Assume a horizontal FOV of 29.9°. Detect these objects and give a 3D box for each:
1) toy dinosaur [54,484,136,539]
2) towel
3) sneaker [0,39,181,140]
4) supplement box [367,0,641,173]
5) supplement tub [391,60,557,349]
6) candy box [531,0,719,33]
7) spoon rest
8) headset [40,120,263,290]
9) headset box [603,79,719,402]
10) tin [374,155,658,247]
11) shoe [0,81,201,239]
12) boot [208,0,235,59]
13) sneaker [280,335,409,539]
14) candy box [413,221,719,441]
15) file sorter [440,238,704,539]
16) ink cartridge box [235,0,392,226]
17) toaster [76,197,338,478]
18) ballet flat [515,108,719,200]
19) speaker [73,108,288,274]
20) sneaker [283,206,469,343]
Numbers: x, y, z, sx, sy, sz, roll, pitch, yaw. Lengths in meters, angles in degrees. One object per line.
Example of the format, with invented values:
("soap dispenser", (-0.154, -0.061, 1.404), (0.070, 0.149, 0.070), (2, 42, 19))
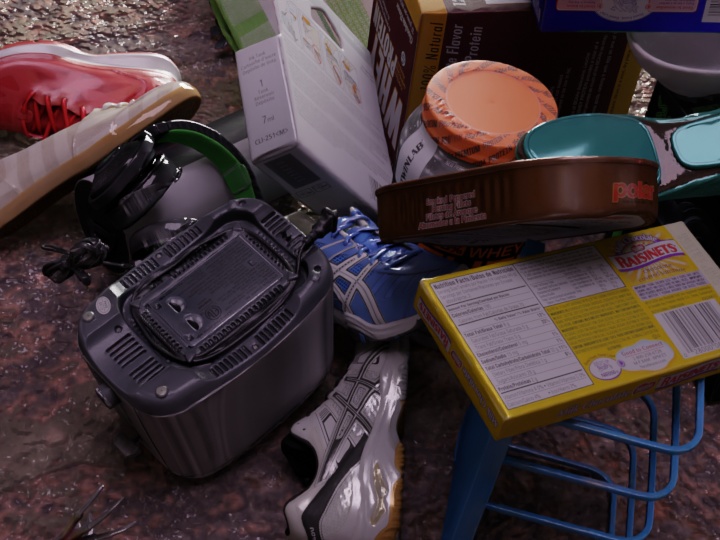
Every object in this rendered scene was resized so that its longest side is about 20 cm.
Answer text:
("toy dinosaur", (-0.206, 0.207, 0.829), (0.181, 0.105, 0.201), (38, 88, 10))
("towel", (-0.034, -0.221, 1.226), (0.199, 0.031, 0.151), (-34, 100, -33))
("sneaker", (-0.238, -0.127, 1.121), (0.197, 0.079, 0.116), (-8, 46, -15))
("supplement box", (0.116, -0.176, 1.141), (0.197, 0.199, 0.134), (-4, 46, -13))
("supplement tub", (0.080, -0.047, 1.007), (0.121, 0.202, 0.124), (4, 45, -4))
("candy box", (0.206, -0.266, 1.044), (0.166, 0.078, 0.202), (0, 42, -4))
("spoon rest", (0.280, -0.141, 0.986), (0.099, 0.061, 0.200), (-25, 55, -31))
("headset", (-0.142, -0.039, 0.966), (0.199, 0.094, 0.125), (-32, 94, -42))
("headset box", (0.284, -0.035, 1.048), (0.091, 0.176, 0.201), (-9, 48, -18))
("tin", (0.094, -0.039, 0.835), (0.111, 0.043, 0.199), (-4, -2, -41))
("shoe", (-0.217, -0.098, 1.056), (0.199, 0.070, 0.054), (-33, 83, -6))
("boot", (-0.063, -0.281, 1.303), (0.196, 0.074, 0.163), (-15, 48, -14))
("sneaker", (-0.010, 0.105, 0.935), (0.086, 0.076, 0.201), (3, 41, 3))
("candy box", (0.138, 0.030, 0.787), (0.198, 0.027, 0.103), (-12, 50, -27))
("file sorter", (0.131, 0.111, 0.865), (0.121, 0.202, 0.140), (14, 45, 1))
("ink cartridge box", (-0.034, -0.131, 1.049), (0.043, 0.200, 0.176), (-19, 66, 18))
("toaster", (-0.093, 0.046, 0.924), (0.199, 0.130, 0.113), (-40, 62, -23))
("ballet flat", (0.200, -0.070, 0.925), (0.197, 0.071, 0.068), (-6, 64, -7))
("speaker", (-0.127, -0.071, 1.083), (0.199, 0.082, 0.081), (-28, 56, -31))
("sneaker", (0.000, 0.000, 0.970), (0.075, 0.078, 0.199), (-32, 22, -35))
